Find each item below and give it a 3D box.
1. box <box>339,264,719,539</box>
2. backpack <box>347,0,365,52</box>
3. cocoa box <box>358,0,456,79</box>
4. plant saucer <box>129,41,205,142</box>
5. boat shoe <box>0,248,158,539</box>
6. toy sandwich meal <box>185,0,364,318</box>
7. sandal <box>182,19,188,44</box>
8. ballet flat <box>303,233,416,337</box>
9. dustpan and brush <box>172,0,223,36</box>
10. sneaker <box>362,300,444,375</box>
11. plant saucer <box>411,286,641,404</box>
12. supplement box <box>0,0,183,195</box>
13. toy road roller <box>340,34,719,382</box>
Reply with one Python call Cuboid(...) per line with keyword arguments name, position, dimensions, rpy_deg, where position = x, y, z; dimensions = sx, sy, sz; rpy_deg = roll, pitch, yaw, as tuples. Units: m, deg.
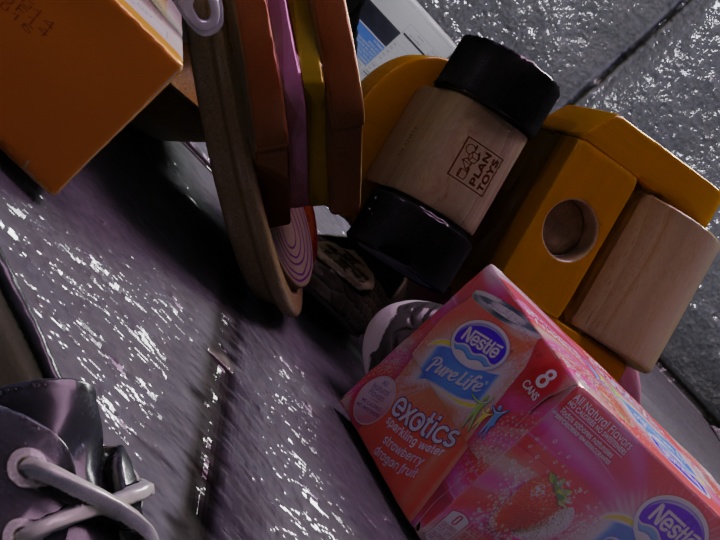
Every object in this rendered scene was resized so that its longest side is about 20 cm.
Cuboid(name="box", position=(0.097, 0.104, 0.868), dimensions=(0.200, 0.095, 0.103), rpy_deg=(42, 10, -35))
Cuboid(name="backpack", position=(-0.090, -0.203, 1.211), dimensions=(0.200, 0.126, 0.167), rpy_deg=(49, -33, 20))
Cuboid(name="cocoa box", position=(-0.015, -0.271, 2.059), dimensions=(0.133, 0.131, 0.200), rpy_deg=(42, 9, -36))
Cuboid(name="plant saucer", position=(-0.138, -0.130, 0.984), dimensions=(0.200, 0.035, 0.200), rpy_deg=(46, 7, -7))
Cuboid(name="boat shoe", position=(-0.075, 0.039, 0.362), dimensions=(0.200, 0.060, 0.076), rpy_deg=(51, 8, 28))
Cuboid(name="toy sandwich meal", position=(-0.030, -0.077, 0.882), dimensions=(0.205, 0.070, 0.206), rpy_deg=(-11, 90, -87))
Cuboid(name="sandal", position=(-0.112, -0.171, 1.044), dimensions=(0.076, 0.043, 0.200), rpy_deg=(51, 8, 31))
Cuboid(name="ballet flat", position=(0.000, 0.000, 1.048), dimensions=(0.067, 0.046, 0.200), rpy_deg=(48, 7, 9))
Cuboid(name="dustpan and brush", position=(-0.098, -0.184, 0.733), dimensions=(0.057, 0.139, 0.200), rpy_deg=(36, -31, 65))
Cuboid(name="sneaker", position=(0.050, 0.066, 0.959), dimensions=(0.077, 0.076, 0.200), rpy_deg=(27, -8, 38))
Cuboid(name="plant saucer", position=(0.081, 0.025, 1.134), dimensions=(0.201, 0.051, 0.201), rpy_deg=(50, -19, 24))
Cuboid(name="supplement box", position=(-0.139, -0.118, 0.772), dimensions=(0.126, 0.074, 0.200), rpy_deg=(44, 9, -16))
Cuboid(name="toy road roller", position=(0.072, -0.034, 1.007), dimensions=(0.200, 0.123, 0.146), rpy_deg=(32, -4, -24))
